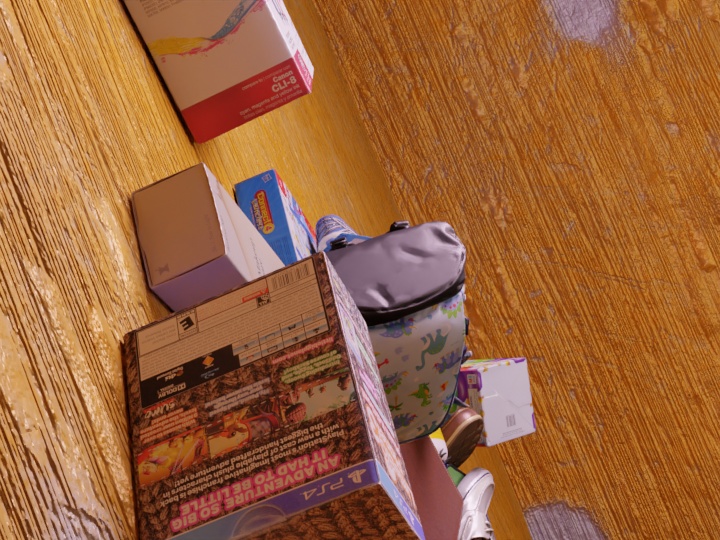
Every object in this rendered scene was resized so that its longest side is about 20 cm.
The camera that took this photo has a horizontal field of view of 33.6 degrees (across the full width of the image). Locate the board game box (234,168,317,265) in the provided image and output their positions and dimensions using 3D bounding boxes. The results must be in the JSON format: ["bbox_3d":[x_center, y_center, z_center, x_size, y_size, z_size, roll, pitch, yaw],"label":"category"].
[{"bbox_3d":[-0.072,0.015,1.423,0.196,0.056,0.200,58,12,-51],"label":"board game box"}]

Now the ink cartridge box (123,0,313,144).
[{"bbox_3d":[-0.157,-0.272,1.326,0.145,0.144,0.201,-91,156,-69],"label":"ink cartridge box"}]

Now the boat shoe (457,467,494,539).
[{"bbox_3d":[0.135,0.338,1.505,0.200,0.065,0.072,-54,144,-39],"label":"boat shoe"}]

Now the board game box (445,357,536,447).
[{"bbox_3d":[0.124,0.179,1.629,0.105,0.200,0.103,-8,91,-44],"label":"board game box"}]

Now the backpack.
[{"bbox_3d":[0.024,0.072,1.135,0.154,0.163,0.200,61,-27,28],"label":"backpack"}]

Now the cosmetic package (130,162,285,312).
[{"bbox_3d":[-0.119,0.007,1.053,0.200,0.073,0.104,57,13,-58],"label":"cosmetic package"}]

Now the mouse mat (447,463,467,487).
[{"bbox_3d":[0.120,0.347,1.558,0.200,0.008,0.161,43,63,-58],"label":"mouse mat"}]

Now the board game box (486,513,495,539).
[{"bbox_3d":[0.163,0.387,1.800,0.200,0.061,0.200,-111,-177,-64],"label":"board game box"}]

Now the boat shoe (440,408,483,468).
[{"bbox_3d":[0.090,0.240,1.548,0.072,0.200,0.068,-13,55,-41],"label":"boat shoe"}]

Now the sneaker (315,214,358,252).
[{"bbox_3d":[0.000,0.000,1.482,0.200,0.077,0.085,60,6,-48],"label":"sneaker"}]

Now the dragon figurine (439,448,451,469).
[{"bbox_3d":[0.041,0.163,1.379,0.059,0.099,0.201,137,-61,-70],"label":"dragon figurine"}]

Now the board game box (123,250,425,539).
[{"bbox_3d":[-0.062,0.113,0.806,0.097,0.159,0.200,59,12,-46],"label":"board game box"}]

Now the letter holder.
[{"bbox_3d":[0.023,0.239,1.263,0.142,0.100,0.200,-76,146,-50],"label":"letter holder"}]

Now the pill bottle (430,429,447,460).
[{"bbox_3d":[0.042,0.200,1.467,0.111,0.111,0.201,52,17,-64],"label":"pill bottle"}]

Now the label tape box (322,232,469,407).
[{"bbox_3d":[0.043,0.052,1.290,0.200,0.066,0.143,45,-9,-14],"label":"label tape box"}]
